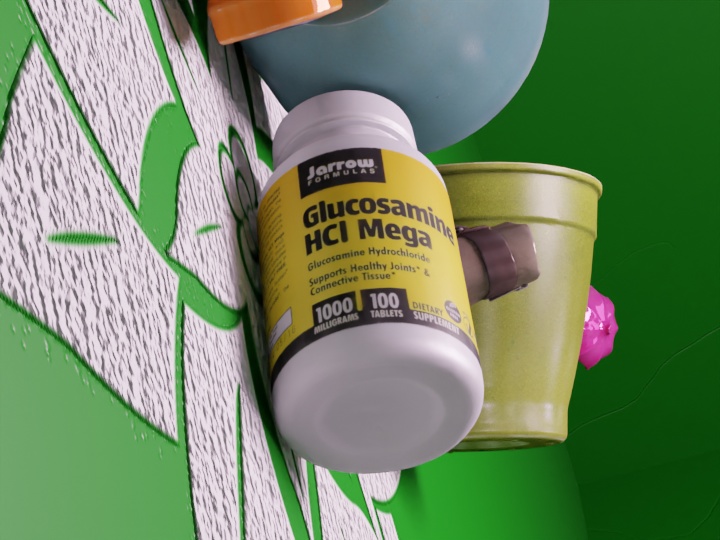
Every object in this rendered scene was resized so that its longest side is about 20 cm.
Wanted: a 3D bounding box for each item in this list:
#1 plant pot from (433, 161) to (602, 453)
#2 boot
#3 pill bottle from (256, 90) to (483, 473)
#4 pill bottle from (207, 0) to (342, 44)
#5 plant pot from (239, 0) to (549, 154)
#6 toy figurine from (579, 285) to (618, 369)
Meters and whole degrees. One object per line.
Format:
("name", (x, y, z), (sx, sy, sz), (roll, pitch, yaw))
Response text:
("plant pot", (0.088, 0.037, 1.262), (0.200, 0.198, 0.195), (44, 44, -74))
("boot", (0.044, 0.005, 1.084), (0.200, 0.145, 0.071), (-49, 125, -80))
("pill bottle", (0.000, 0.000, 0.918), (0.113, 0.111, 0.201), (65, 12, -49))
("pill bottle", (-0.069, -0.224, 0.875), (0.106, 0.105, 0.202), (-66, 141, -77))
("plant pot", (0.003, -0.185, 1.005), (0.161, 0.199, 0.203), (32, 44, -71))
("toy figurine", (0.220, 0.071, 2.034), (0.201, 0.182, 0.151), (-93, 165, -58))
